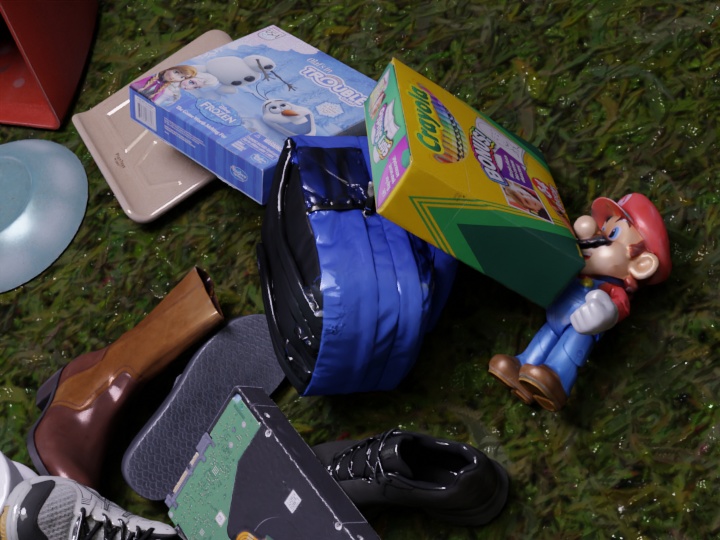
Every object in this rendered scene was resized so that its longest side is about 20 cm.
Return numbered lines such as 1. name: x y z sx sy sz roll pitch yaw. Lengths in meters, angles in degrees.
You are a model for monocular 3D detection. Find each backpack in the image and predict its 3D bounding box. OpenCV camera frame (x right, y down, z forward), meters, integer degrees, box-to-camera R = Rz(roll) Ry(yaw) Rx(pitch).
1. backpack: 0.000 0.000 1.038 0.165 0.164 0.202 -1 49 -11

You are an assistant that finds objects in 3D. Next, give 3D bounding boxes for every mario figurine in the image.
1. mario figurine: 0.178 0.011 1.011 0.123 0.106 0.201 28 73 33

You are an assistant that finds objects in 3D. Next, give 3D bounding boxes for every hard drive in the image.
1. hard drive: -0.072 0.211 0.976 0.200 0.038 0.141 46 112 34

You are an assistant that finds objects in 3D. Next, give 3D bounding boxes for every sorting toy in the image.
1. sorting toy: -0.189 -0.154 1.285 0.199 0.037 0.186 -31 55 -8

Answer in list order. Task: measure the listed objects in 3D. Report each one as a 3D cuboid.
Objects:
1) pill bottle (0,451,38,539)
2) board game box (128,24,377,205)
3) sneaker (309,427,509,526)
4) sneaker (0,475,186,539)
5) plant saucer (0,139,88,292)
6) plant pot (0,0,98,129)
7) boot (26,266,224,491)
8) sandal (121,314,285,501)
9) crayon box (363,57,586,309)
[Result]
1. pill bottle: -0.285 0.224 0.971 0.112 0.201 0.115 -6 54 9
2. board game box: -0.091 -0.161 1.195 0.199 0.044 0.198 33 45 31
3. sneaker: 0.017 0.161 0.981 0.197 0.091 0.077 -6 59 17
4. sneaker: -0.185 0.208 0.928 0.087 0.200 0.077 -5 63 31
5. plant saucer: -0.391 -0.069 1.295 0.198 0.039 0.203 -9 57 14
6. plant pot: -0.412 -0.302 1.363 0.197 0.201 0.178 8 51 23
7. boot: -0.196 0.103 1.071 0.199 0.069 0.189 -36 24 7
8. sandal: -0.140 0.114 1.080 0.200 0.076 0.043 -46 16 -14
9. crayon box: 0.090 -0.078 1.018 0.058 0.171 0.201 -51 22 24
